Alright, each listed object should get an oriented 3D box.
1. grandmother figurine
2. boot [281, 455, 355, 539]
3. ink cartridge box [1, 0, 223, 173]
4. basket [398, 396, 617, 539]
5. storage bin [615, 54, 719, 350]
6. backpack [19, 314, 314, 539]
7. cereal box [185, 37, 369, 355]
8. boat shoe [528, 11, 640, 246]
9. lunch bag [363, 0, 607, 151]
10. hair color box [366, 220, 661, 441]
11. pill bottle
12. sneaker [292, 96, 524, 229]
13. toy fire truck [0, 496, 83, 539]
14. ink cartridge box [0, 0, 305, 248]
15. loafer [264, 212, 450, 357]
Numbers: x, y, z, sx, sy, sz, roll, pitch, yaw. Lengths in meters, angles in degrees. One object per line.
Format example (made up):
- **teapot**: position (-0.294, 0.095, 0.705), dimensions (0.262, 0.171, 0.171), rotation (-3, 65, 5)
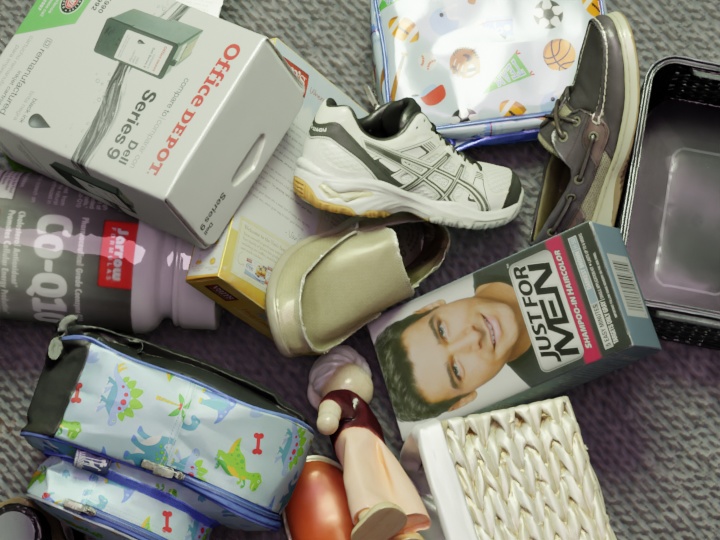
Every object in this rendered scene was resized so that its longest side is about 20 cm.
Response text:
- **grandmother figurine**: position (0.003, 0.133, 1.659), dimensions (0.060, 0.122, 0.201), rotation (-21, 43, 2)
- **boot**: position (-0.002, 0.221, 1.648), dimensions (0.075, 0.107, 0.201), rotation (-25, 75, -5)
- **ink cartridge box**: position (-0.184, -0.164, 1.765), dimensions (0.147, 0.076, 0.201), rotation (12, 74, 3)
- **basket**: position (0.115, 0.204, 1.641), dimensions (0.123, 0.136, 0.201), rotation (-14, 75, -8)
- **storage bin**: position (0.268, -0.050, 1.729), dimensions (0.134, 0.094, 0.201), rotation (10, 76, 2)
- **backpack**: position (-0.144, 0.135, 1.634), dimensions (0.199, 0.183, 0.148), rotation (19, 83, -3)
- **cereal box**: position (-0.056, -0.055, 1.696), dimensions (0.039, 0.144, 0.201), rotation (-5, 61, 36)
- **boat shoe**: position (0.167, -0.099, 1.705), dimensions (0.064, 0.072, 0.201), rotation (-1, 119, -13)
- **lunch bag**: position (0.100, -0.170, 1.770), dimensions (0.199, 0.076, 0.161), rotation (-7, 78, -3)
- **hair color box**: position (0.112, 0.049, 1.671), dimensions (0.199, 0.061, 0.100), rotation (-25, 74, 26)
- **pill bottle**: position (-0.203, -0.012, 1.703), dimensions (0.199, 0.114, 0.115), rotation (6, 75, 1)
- **sneaker**: position (0.047, -0.084, 1.685), dimensions (0.199, 0.076, 0.088), rotation (4, 105, -35)
- **toy fire truck**: position (-0.293, 0.277, 1.633), dimensions (0.199, 0.129, 0.177), rotation (-23, 75, 8)
- **ink cartridge box**: position (-0.163, -0.124, 1.637), dimensions (0.199, 0.084, 0.146), rotation (23, 75, 29)
- **loafer**: position (0.000, 0.000, 1.674), dimensions (0.200, 0.068, 0.076), rotation (-42, 120, -47)
